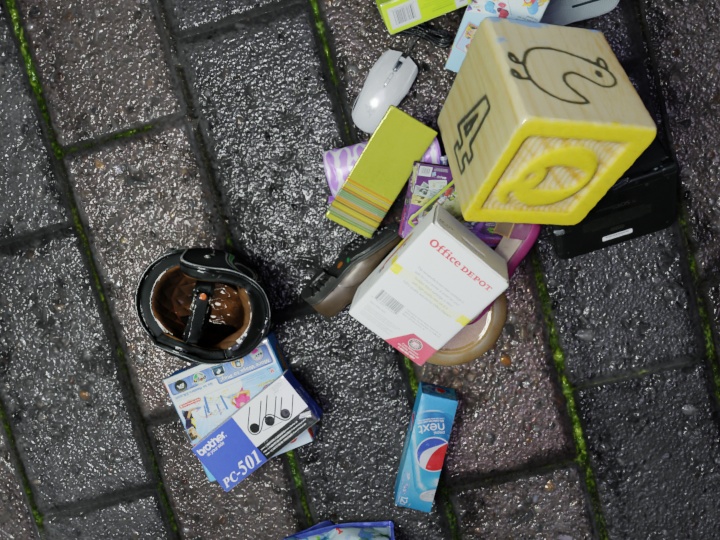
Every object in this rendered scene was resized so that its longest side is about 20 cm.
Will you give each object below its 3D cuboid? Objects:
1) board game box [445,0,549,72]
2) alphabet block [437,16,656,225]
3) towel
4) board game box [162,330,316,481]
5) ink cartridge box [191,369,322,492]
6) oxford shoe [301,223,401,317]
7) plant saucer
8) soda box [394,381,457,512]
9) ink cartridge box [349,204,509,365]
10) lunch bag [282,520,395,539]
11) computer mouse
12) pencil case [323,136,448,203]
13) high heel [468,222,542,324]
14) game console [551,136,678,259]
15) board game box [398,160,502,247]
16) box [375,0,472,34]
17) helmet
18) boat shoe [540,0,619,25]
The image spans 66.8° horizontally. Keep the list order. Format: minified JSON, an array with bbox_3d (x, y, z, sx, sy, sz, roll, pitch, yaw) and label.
[{"bbox_3d":[0.211,-0.388,0.791,0.105,0.103,0.200,21,136,0],"label":"board game box"},{"bbox_3d":[0.239,-0.199,0.759,0.195,0.196,0.200,-1,58,-13],"label":"alphabet block"},{"bbox_3d":[0.029,-0.148,0.844,0.086,0.018,0.200,26,113,-17],"label":"towel"},{"bbox_3d":[-0.206,0.234,0.950,0.200,0.056,0.196,-23,94,5],"label":"board game box"},{"bbox_3d":[-0.170,0.264,0.900,0.200,0.044,0.094,-40,91,6],"label":"ink cartridge box"},{"bbox_3d":[0.000,0.000,0.919,0.200,0.073,0.084,-41,116,4],"label":"oxford shoe"},{"bbox_3d":[0.151,0.068,0.925,0.200,0.035,0.200,0,95,3],"label":"plant saucer"},{"bbox_3d":[0.110,0.300,0.933,0.064,0.068,0.200,12,96,2],"label":"soda box"},{"bbox_3d":[0.103,0.024,0.822,0.145,0.083,0.200,38,119,-9],"label":"ink cartridge box"},{"bbox_3d":[-0.035,0.535,0.936,0.200,0.127,0.170,-1,96,-7],"label":"lunch bag"},{"bbox_3d":[0.055,-0.317,0.887,0.110,0.044,0.200,29,96,-1],"label":"computer mouse"},{"bbox_3d":[0.037,-0.171,0.888,0.200,0.084,0.086,-9,128,5],"label":"pencil case"},{"bbox_3d":[0.230,0.001,0.879,0.096,0.067,0.200,6,116,-41],"label":"high heel"},{"bbox_3d":[0.393,-0.139,0.900,0.200,0.116,0.176,-18,124,5],"label":"game console"},{"bbox_3d":[0.166,-0.101,0.865,0.200,0.032,0.120,5,107,-18],"label":"board game box"},{"bbox_3d":[0.083,-0.417,0.816,0.122,0.200,0.048,-18,125,9],"label":"box"},{"bbox_3d":[-0.247,0.055,0.868,0.200,0.191,0.200,-5,101,-30],"label":"helmet"},{"bbox_3d":[0.298,-0.413,0.856,0.200,0.067,0.074,0,131,21],"label":"boat shoe"}]
